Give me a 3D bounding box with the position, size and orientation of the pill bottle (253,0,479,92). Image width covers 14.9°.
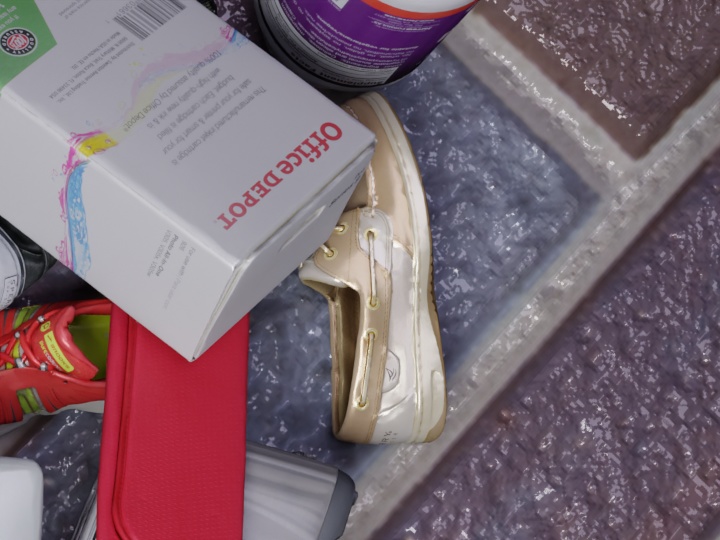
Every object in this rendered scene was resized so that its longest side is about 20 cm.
[{"bbox_3d":[0.007,-0.168,1.524,0.112,0.200,0.113,4,74,-16],"label":"pill bottle"}]

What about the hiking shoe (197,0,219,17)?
[{"bbox_3d":[-0.127,-0.167,1.537,0.076,0.101,0.200,-36,88,-21],"label":"hiking shoe"}]

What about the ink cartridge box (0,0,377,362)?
[{"bbox_3d":[-0.114,-0.068,1.455,0.200,0.088,0.145,35,44,10],"label":"ink cartridge box"}]

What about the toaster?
[{"bbox_3d":[-0.094,0.173,1.449,0.129,0.114,0.200,22,69,-6],"label":"toaster"}]

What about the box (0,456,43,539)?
[{"bbox_3d":[-0.270,0.195,1.356,0.200,0.171,0.199,7,73,-14],"label":"box"}]

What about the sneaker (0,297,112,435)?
[{"bbox_3d":[-0.177,0.044,1.472,0.200,0.085,0.077,-12,77,-20],"label":"sneaker"}]

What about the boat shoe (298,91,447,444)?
[{"bbox_3d":[0.000,0.000,1.540,0.069,0.074,0.200,-7,83,-18],"label":"boat shoe"}]

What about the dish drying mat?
[{"bbox_3d":[-0.094,0.071,1.422,0.077,0.018,0.200,15,49,-18],"label":"dish drying mat"}]

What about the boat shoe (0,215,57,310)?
[{"bbox_3d":[-0.246,-0.054,1.491,0.200,0.072,0.071,46,34,11],"label":"boat shoe"}]
